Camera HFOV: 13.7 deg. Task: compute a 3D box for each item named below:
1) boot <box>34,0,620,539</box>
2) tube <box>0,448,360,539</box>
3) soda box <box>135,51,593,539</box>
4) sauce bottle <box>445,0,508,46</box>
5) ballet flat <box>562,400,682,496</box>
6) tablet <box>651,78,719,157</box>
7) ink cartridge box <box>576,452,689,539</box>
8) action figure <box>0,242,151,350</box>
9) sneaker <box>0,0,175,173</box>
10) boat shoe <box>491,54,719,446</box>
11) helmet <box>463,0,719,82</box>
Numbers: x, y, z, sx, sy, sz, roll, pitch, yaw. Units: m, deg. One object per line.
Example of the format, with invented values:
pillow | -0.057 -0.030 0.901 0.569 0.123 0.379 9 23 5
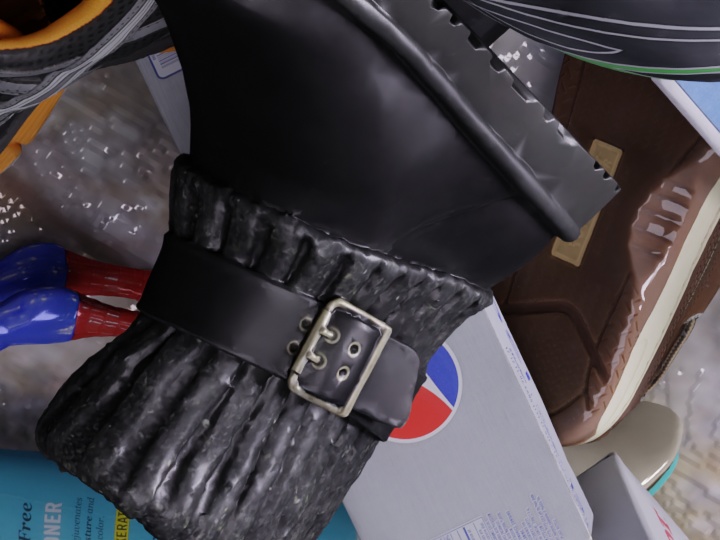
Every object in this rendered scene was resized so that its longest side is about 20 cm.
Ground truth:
boot | -0.037 -0.016 0.765 0.158 0.079 0.211 -46 130 3
tube | -0.091 0.088 0.951 0.198 0.050 0.078 0 91 13
soda box | 0.000 0.000 0.881 0.063 0.068 0.201 -25 90 5
sauce bottle | 0.083 -0.132 0.874 0.200 0.065 0.065 -39 118 13
ballet flat | 0.009 0.081 0.982 0.199 0.070 0.070 -29 120 7
tablet | 0.168 -0.064 0.902 0.130 0.014 0.200 -47 140 2
ink cartridge box | 0.114 0.176 0.933 0.083 0.146 0.200 -35 122 10
action figure | -0.156 0.030 0.923 0.199 0.065 0.100 13 108 -17
sneaker | -0.110 -0.073 0.833 0.199 0.077 0.079 -27 80 33
boat shoe | 0.098 -0.041 0.935 0.075 0.075 0.203 6 115 -61
helmet | 0.079 -0.144 0.747 0.190 0.200 0.200 -37 119 10
